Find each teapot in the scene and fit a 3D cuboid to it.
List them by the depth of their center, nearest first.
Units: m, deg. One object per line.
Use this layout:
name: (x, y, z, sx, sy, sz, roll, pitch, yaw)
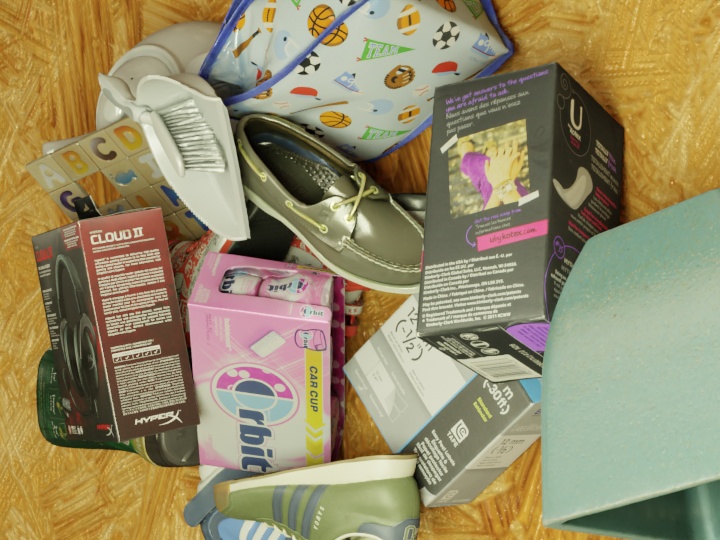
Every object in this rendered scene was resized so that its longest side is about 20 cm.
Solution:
teapot: (-0.165, -0.138, 1.543, 0.197, 0.146, 0.200, 36, 109, 37)

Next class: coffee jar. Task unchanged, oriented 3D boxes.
coffee jar: (-0.210, 0.123, 1.600, 0.200, 0.085, 0.104, 6, 97, 42)

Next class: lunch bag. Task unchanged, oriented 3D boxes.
lunch bag: (-0.012, -0.177, 1.389, 0.200, 0.170, 0.124, -42, 48, 31)

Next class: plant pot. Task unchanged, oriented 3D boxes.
plant pot: (0.238, 0.062, 1.149, 0.196, 0.196, 0.200, -23, 64, 38)

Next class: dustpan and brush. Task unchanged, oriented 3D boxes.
dustpan and brush: (-0.159, -0.118, 1.392, 0.200, 0.057, 0.140, -127, 23, -48)

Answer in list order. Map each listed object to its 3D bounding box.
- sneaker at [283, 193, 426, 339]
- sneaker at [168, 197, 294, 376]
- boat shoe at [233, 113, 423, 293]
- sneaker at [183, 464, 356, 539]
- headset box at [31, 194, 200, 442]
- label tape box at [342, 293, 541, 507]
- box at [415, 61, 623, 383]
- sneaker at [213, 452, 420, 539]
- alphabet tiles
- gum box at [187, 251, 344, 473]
sneaker: (0.000, 0.000, 1.440, 0.201, 0.067, 0.108, -12, 80, 44)
sneaker: (-0.130, -0.011, 1.473, 0.108, 0.067, 0.201, 45, 121, 37)
boat shoe: (-0.021, -0.053, 1.348, 0.202, 0.072, 0.060, 34, 154, 20)
sneaker: (-0.068, 0.191, 1.473, 0.200, 0.081, 0.147, -15, 81, 45)
headset box: (-0.206, 0.037, 1.427, 0.149, 0.077, 0.200, -8, 94, 64)
label tape box: (0.094, 0.070, 1.352, 0.200, 0.066, 0.143, -49, 58, 29)
box: (0.119, -0.032, 1.261, 0.106, 0.122, 0.200, -8, 64, 32)
sneaker: (-0.035, 0.201, 1.373, 0.200, 0.067, 0.090, -14, 81, 36)
alphabet tiles: (-0.173, -0.063, 1.511, 0.200, 0.167, 0.008, -20, 31, 33)
gum box: (-0.074, 0.077, 1.403, 0.113, 0.066, 0.200, 7, 133, 7)
